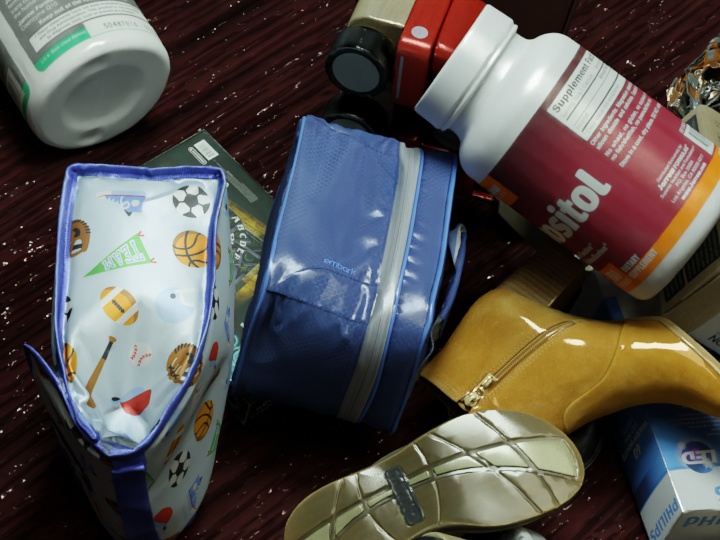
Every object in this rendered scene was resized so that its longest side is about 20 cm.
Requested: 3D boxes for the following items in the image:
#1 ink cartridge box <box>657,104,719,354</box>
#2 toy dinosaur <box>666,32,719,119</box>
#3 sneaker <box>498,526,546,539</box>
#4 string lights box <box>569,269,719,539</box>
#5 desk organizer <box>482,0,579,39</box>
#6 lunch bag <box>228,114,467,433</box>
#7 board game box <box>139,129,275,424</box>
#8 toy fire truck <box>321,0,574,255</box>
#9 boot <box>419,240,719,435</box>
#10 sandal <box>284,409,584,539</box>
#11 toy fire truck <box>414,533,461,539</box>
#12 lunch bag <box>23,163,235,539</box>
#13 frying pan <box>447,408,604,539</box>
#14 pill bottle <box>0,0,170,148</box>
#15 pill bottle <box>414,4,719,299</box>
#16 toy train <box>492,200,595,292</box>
[{"bbox_3d":[0.296,0.000,1.553,0.199,0.075,0.165,30,38,-27],"label":"ink cartridge box"},{"bbox_3d":[0.328,-0.185,1.732,0.102,0.135,0.201,37,77,-30],"label":"toy dinosaur"},{"bbox_3d":[0.139,0.254,1.386,0.082,0.075,0.201,-2,58,-36],"label":"sneaker"},{"bbox_3d":[0.227,0.093,1.528,0.102,0.059,0.201,-2,54,-20],"label":"string lights box"},{"bbox_3d":[0.113,-0.205,1.641,0.076,0.201,0.072,0,53,-13],"label":"desk organizer"},{"bbox_3d":[0.000,0.000,1.455,0.131,0.136,0.201,16,50,-4],"label":"lunch bag"},{"bbox_3d":[-0.096,0.001,1.532,0.135,0.028,0.200,-32,67,-33],"label":"board game box"},{"bbox_3d":[0.073,-0.098,1.548,0.199,0.177,0.129,16,49,7],"label":"toy fire truck"},{"bbox_3d":[0.149,0.086,1.461,0.201,0.071,0.144,37,79,22],"label":"boot"},{"bbox_3d":[0.047,0.149,1.424,0.199,0.054,0.081,-22,70,1],"label":"sandal"},{"bbox_3d":[0.018,0.276,1.304,0.128,0.200,0.177,23,34,-56],"label":"toy fire truck"},{"bbox_3d":[-0.141,0.060,1.371,0.123,0.170,0.201,0,62,0],"label":"lunch bag"},{"bbox_3d":[0.098,0.117,1.499,0.115,0.031,0.190,32,49,11],"label":"frying pan"},{"bbox_3d":[-0.231,-0.196,1.594,0.113,0.113,0.201,-19,61,-27],"label":"pill bottle"},{"bbox_3d":[0.139,-0.081,1.436,0.199,0.113,0.113,36,51,-1],"label":"pill bottle"},{"bbox_3d":[0.120,-0.054,1.621,0.046,0.034,0.200,-27,55,-17],"label":"toy train"}]
